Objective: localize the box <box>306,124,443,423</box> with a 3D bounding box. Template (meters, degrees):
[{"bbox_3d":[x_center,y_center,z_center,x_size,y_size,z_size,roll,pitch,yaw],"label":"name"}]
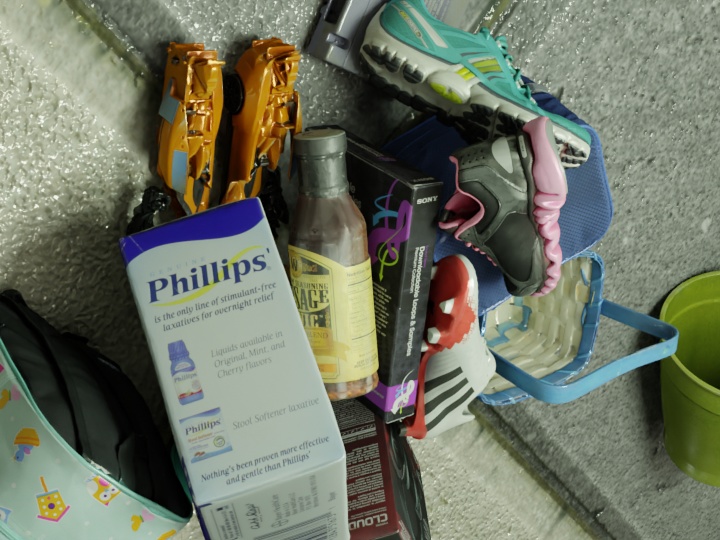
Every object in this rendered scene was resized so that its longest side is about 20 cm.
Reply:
[{"bbox_3d":[0.000,0.000,1.108,0.036,0.143,0.203,-13,121,-35],"label":"box"}]

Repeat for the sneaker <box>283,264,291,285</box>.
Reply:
[{"bbox_3d":[-0.093,0.092,1.115,0.088,0.075,0.202,84,24,-64],"label":"sneaker"}]

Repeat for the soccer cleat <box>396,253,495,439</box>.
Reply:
[{"bbox_3d":[0.077,0.062,1.133,0.084,0.069,0.202,-8,134,-22],"label":"soccer cleat"}]

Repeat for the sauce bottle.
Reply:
[{"bbox_3d":[-0.024,-0.004,1.049,0.065,0.066,0.203,-16,106,-37],"label":"sauce bottle"}]

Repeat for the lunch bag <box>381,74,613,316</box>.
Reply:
[{"bbox_3d":[0.113,-0.075,1.183,0.198,0.132,0.137,-30,131,-13],"label":"lunch bag"}]

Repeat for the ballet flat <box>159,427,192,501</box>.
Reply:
[{"bbox_3d":[-0.167,0.169,1.082,0.200,0.070,0.072,-56,155,-63],"label":"ballet flat"}]

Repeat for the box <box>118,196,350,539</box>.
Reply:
[{"bbox_3d":[-0.085,0.087,0.965,0.104,0.202,0.185,-16,153,-8],"label":"box"}]

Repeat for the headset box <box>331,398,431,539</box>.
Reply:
[{"bbox_3d":[0.011,0.213,1.194,0.076,0.201,0.150,-17,131,7],"label":"headset box"}]

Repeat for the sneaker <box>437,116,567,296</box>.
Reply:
[{"bbox_3d":[0.105,-0.040,1.053,0.094,0.080,0.201,-13,148,-2],"label":"sneaker"}]

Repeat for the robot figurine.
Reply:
[{"bbox_3d":[-0.103,-0.070,1.034,0.144,0.058,0.203,-11,119,-37],"label":"robot figurine"}]

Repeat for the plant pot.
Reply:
[{"bbox_3d":[0.425,0.140,1.579,0.199,0.200,0.195,-29,142,-29],"label":"plant pot"}]

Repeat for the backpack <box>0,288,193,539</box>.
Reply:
[{"bbox_3d":[-0.213,0.132,0.933,0.154,0.200,0.176,-49,138,-4],"label":"backpack"}]

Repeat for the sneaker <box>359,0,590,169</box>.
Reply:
[{"bbox_3d":[0.097,-0.147,1.064,0.080,0.199,0.078,-59,-177,-19],"label":"sneaker"}]

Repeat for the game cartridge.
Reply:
[{"bbox_3d":[0.044,-0.245,1.101,0.129,0.038,0.202,15,100,-51],"label":"game cartridge"}]

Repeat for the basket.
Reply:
[{"bbox_3d":[0.162,0.053,1.249,0.175,0.199,0.141,-16,123,-38],"label":"basket"}]
